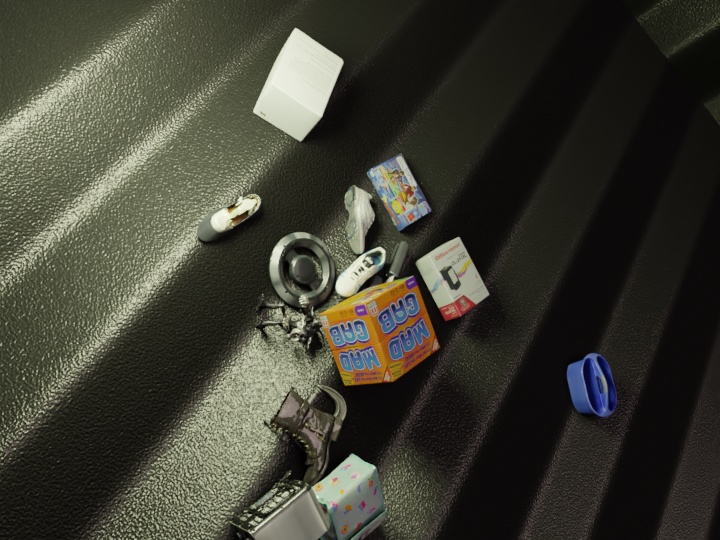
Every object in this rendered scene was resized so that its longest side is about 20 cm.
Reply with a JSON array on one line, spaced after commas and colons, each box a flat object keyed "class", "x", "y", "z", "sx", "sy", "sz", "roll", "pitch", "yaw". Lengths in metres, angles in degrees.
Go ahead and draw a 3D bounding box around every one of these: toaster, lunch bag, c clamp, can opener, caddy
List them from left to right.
[{"class": "toaster", "x": -0.181, "y": 0.571, "z": 1.435, "sx": 0.198, "sy": 0.180, "sz": 0.121, "roll": -31, "pitch": 94, "yaw": -31}, {"class": "c clamp", "x": -0.127, "y": 0.373, "z": 1.608, "sx": 0.172, "sy": 0.027, "sz": 0.200, "roll": 50, "pitch": 59, "yaw": -8}, {"class": "lunch bag", "x": -0.025, "y": 0.595, "z": 1.545, "sx": 0.168, "sy": 0.120, "sz": 0.206, "roll": -28, "pitch": 114, "yaw": -35}, {"class": "can opener", "x": 0.079, "y": -0.002, "z": 1.815, "sx": 0.066, "sy": 0.053, "sz": 0.204, "roll": 32, "pitch": 62, "yaw": -18}, {"class": "caddy", "x": 0.766, "y": 0.377, "z": 2.055, "sx": 0.138, "sy": 0.104, "sz": 0.206, "roll": -5, "pitch": 78, "yaw": -28}]

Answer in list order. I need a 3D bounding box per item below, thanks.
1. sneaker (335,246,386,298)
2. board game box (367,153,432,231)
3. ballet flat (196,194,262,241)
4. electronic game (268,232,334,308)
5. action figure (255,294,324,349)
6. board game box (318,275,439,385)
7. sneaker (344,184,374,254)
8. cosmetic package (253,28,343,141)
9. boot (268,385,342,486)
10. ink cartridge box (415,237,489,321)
[{"class": "sneaker", "x": 0.000, "y": 0.000, "z": 1.753, "sx": 0.071, "sy": 0.073, "sz": 0.200, "roll": 38, "pitch": 54, "yaw": 13}, {"class": "board game box", "x": 0.121, "y": -0.240, "z": 1.916, "sx": 0.134, "sy": 0.034, "sz": 0.204, "roll": -29, "pitch": 91, "yaw": -33}, {"class": "ballet flat", "x": -0.333, "y": -0.143, "z": 1.618, "sx": 0.198, "sy": 0.073, "sz": 0.074, "roll": -33, "pitch": 92, "yaw": -31}, {"class": "electronic game", "x": -0.156, "y": -0.001, "z": 1.690, "sx": 0.195, "sy": 0.041, "sz": 0.207, "roll": 5, "pitch": 81, "yaw": -31}, {"class": "action figure", "x": -0.170, "y": 0.130, "z": 1.612, "sx": 0.195, "sy": 0.102, "sz": 0.122, "roll": 15, "pitch": 67, "yaw": -21}, {"class": "board game box", "x": 0.048, "y": 0.159, "z": 1.636, "sx": 0.197, "sy": 0.197, "sz": 0.205, "roll": -25, "pitch": 96, "yaw": -41}, {"class": "sneaker", "x": 0.005, "y": -0.145, "z": 1.806, "sx": 0.085, "sy": 0.074, "sz": 0.206, "roll": 11, "pitch": 71, "yaw": -31}, {"class": "cosmetic package", "x": -0.174, "y": -0.514, "z": 1.755, "sx": 0.164, "sy": 0.166, "sz": 0.205, "roll": 28, "pitch": 65, "yaw": -19}, {"class": "boot", "x": -0.150, "y": 0.410, "z": 1.548, "sx": 0.171, "sy": 0.069, "sz": 0.204, "roll": 28, "pitch": 73, "yaw": -16}, {"class": "ink cartridge box", "x": 0.278, "y": 0.025, "z": 1.900, "sx": 0.144, "sy": 0.082, "sz": 0.204, "roll": -29, "pitch": 91, "yaw": -31}]
